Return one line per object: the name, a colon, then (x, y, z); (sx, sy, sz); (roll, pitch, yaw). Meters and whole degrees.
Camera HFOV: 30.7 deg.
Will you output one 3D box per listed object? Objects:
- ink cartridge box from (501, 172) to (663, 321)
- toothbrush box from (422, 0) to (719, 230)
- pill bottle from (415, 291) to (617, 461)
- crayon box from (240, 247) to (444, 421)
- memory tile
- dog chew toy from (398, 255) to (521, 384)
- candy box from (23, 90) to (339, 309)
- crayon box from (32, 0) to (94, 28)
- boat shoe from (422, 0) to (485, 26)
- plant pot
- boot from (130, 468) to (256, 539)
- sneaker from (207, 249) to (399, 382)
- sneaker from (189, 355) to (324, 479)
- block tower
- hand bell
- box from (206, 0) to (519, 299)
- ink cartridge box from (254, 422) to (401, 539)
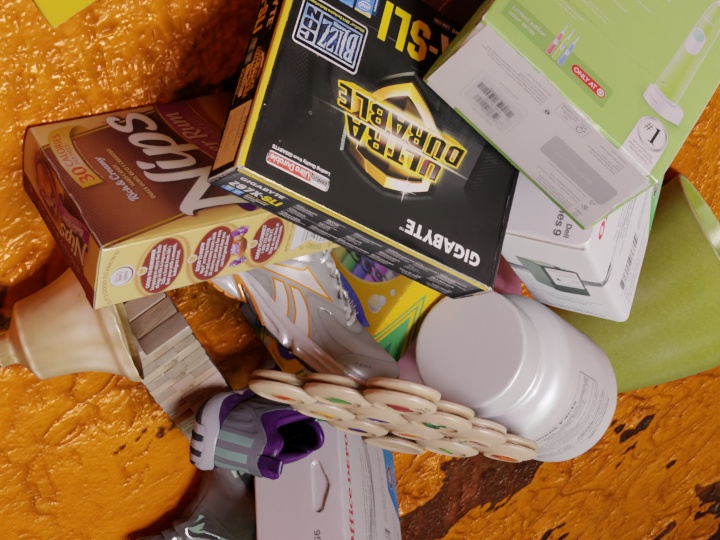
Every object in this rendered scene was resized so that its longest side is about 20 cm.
ink cartridge box: (0.169, -0.061, 0.996); (0.200, 0.083, 0.148); (42, 63, -65)
toothbrush box: (0.157, -0.153, 0.842); (0.201, 0.145, 0.086); (-53, -173, -29)
pill bottle: (0.122, 0.081, 1.030); (0.114, 0.115, 0.200); (-44, 150, 9)
crayon box: (0.000, 0.000, 1.006); (0.051, 0.126, 0.201); (7, 126, -48)
memory tile: (0.025, 0.106, 0.931); (0.199, 0.151, 0.017); (30, 67, -51)
dog chew toy: (0.060, 0.037, 1.121); (0.198, 0.125, 0.126); (-24, 145, -34)
candy box: (-0.103, -0.054, 0.848); (0.198, 0.117, 0.057); (-17, 142, -31)
crayon box: (-0.118, -0.245, 0.656); (0.199, 0.058, 0.173); (-35, 147, -6)
boat shoe: (0.033, -0.131, 0.932); (0.200, 0.068, 0.072); (-48, 146, 14)
plant pot: (0.282, 0.037, 1.306); (0.199, 0.189, 0.186); (-32, 150, 20)
boot: (-0.150, 0.228, 1.194); (0.130, 0.070, 0.201); (-24, 141, -12)
sneaker: (-0.039, 0.004, 0.930); (0.092, 0.199, 0.076); (-50, -177, 4)
sneaker: (-0.055, 0.120, 1.051); (0.200, 0.086, 0.076); (-34, 135, -60)
block tower: (-0.139, 0.085, 1.039); (0.057, 0.054, 0.201); (-35, 148, -6)
hand bell: (-0.256, 0.060, 0.885); (0.197, 0.105, 0.105); (-20, 145, -7)
box: (0.015, -0.093, 0.834); (0.198, 0.162, 0.049); (25, 158, -28)
ink cartridge box: (-0.026, 0.218, 1.195); (0.083, 0.147, 0.200); (-11, 156, 13)
